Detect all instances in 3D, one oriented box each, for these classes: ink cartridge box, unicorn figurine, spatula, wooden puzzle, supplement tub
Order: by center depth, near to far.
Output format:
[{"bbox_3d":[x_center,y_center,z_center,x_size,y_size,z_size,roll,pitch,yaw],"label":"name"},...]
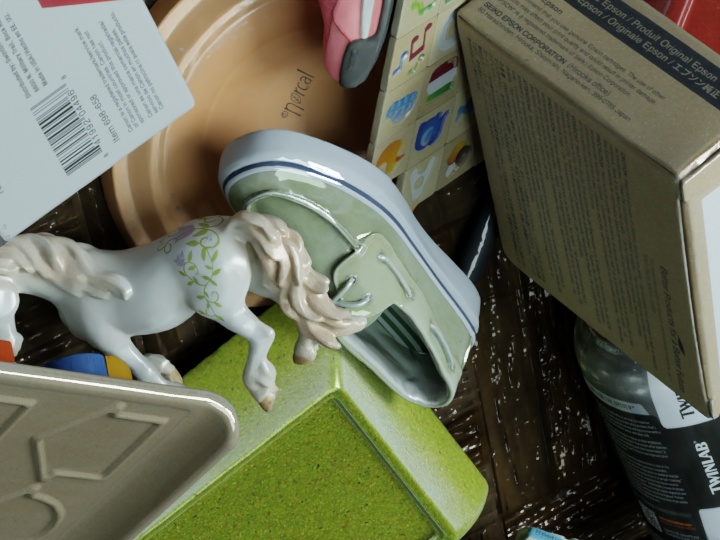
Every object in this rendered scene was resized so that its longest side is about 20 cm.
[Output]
[{"bbox_3d":[-0.199,-0.085,1.370,0.200,0.084,0.144,-37,128,-14],"label":"ink cartridge box"},{"bbox_3d":[-0.187,0.085,1.439,0.200,0.046,0.185,14,141,-31],"label":"wooden puzzle"},{"bbox_3d":[-0.108,0.020,1.473,0.200,0.074,0.137,-27,121,13],"label":"unicorn figurine"},{"bbox_3d":[0.138,-0.045,1.510,0.075,0.165,0.200,-38,145,-19],"label":"ink cartridge box"},{"bbox_3d":[0.093,-0.066,1.608,0.056,0.021,0.200,-2,123,-63],"label":"spatula"},{"bbox_3d":[0.194,0.067,1.679,0.122,0.123,0.200,-36,128,-14],"label":"supplement tub"}]

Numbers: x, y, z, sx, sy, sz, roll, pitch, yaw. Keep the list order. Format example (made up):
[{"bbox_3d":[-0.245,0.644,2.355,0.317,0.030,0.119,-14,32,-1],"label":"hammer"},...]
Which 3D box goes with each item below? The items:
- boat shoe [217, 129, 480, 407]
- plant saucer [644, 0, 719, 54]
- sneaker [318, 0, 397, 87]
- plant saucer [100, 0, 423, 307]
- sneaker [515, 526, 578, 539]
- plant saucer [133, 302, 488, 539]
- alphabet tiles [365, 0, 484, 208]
[{"bbox_3d":[0.000,0.000,1.501,0.072,0.062,0.200,-20,139,30],"label":"boat shoe"},{"bbox_3d":[0.228,-0.093,1.554,0.037,0.199,0.200,-52,165,-49],"label":"plant saucer"},{"bbox_3d":[-0.021,-0.189,1.445,0.087,0.074,0.201,2,106,6],"label":"sneaker"},{"bbox_3d":[-0.037,-0.073,1.517,0.200,0.032,0.201,-15,119,-28],"label":"plant saucer"},{"bbox_3d":[0.126,0.181,1.675,0.200,0.075,0.087,-13,115,19],"label":"sneaker"},{"bbox_3d":[-0.042,0.132,1.585,0.200,0.048,0.200,-38,128,-1],"label":"plant saucer"},{"bbox_3d":[0.062,-0.123,1.514,0.166,0.006,0.200,-35,148,-40],"label":"alphabet tiles"}]
